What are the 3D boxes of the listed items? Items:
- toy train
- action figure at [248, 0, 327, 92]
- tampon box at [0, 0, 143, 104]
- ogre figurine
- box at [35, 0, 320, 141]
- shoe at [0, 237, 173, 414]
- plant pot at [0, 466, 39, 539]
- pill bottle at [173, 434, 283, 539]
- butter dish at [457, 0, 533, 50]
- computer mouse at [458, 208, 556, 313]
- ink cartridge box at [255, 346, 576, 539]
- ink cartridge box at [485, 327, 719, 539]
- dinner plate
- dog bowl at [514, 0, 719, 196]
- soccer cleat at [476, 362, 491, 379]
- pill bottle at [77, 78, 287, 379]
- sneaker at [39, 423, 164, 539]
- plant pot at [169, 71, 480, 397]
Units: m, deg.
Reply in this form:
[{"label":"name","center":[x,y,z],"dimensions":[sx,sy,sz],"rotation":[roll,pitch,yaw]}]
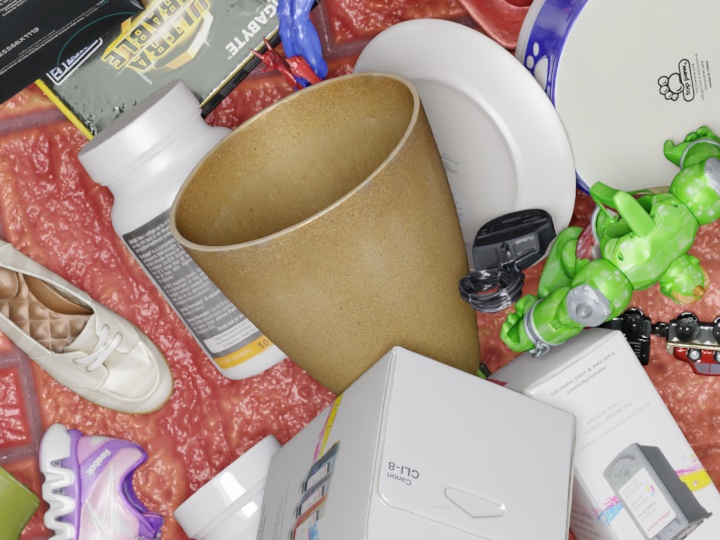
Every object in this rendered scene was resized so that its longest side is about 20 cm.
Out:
[{"label":"toy train","center":[0.258,0.057,1.512],"dimensions":[0.198,0.034,0.046],"rotation":[4,101,7]},{"label":"action figure","center":[-0.042,-0.154,1.491],"dimensions":[0.051,0.065,0.201],"rotation":[-26,111,-19]},{"label":"tampon box","center":[-0.280,-0.248,1.476],"dimensions":[0.149,0.126,0.201],"rotation":[-33,67,7]},{"label":"ogre figurine","center":[0.181,-0.018,1.372],"dimensions":[0.199,0.120,0.099],"rotation":[-25,96,-7]},{"label":"box","center":[-0.155,-0.192,1.540],"dimensions":[0.200,0.049,0.160],"rotation":[-44,85,2]},{"label":"shoe","center":[-0.228,0.043,1.535],"dimensions":[0.199,0.053,0.070],"rotation":[35,91,4]},{"label":"plant pot","center":[-0.340,0.201,1.482],"dimensions":[0.200,0.200,0.193],"rotation":[38,80,4]},{"label":"pill bottle","center":[-0.038,0.225,1.488],"dimensions":[0.116,0.116,0.200],"rotation":[-39,86,2]},{"label":"butter dish","center":[0.124,-0.295,1.474],"dimensions":[0.199,0.148,0.200],"rotation":[-37,86,1]},{"label":"computer mouse","center":[0.099,0.000,1.350],"dimensions":[0.058,0.200,0.034],"rotation":[-14,103,14]},{"label":"ink cartridge box","center":[0.032,0.170,1.357],"dimensions":[0.144,0.200,0.146],"rotation":[21,57,-18]},{"label":"ink cartridge box","center":[0.182,0.143,1.446],"dimensions":[0.085,0.148,0.201],"rotation":[-34,95,-8]},{"label":"dinner plate","center":[0.065,-0.083,1.466],"dimensions":[0.200,0.200,0.024],"rotation":[49,50,4]},{"label":"dog bowl","center":[0.214,-0.140,1.460],"dimensions":[0.198,0.079,0.202],"rotation":[-5,106,-16]},{"label":"soccer cleat","center":[0.052,0.089,1.523],"dimensions":[0.083,0.065,0.201],"rotation":[-23,92,32]},{"label":"pill bottle","center":[-0.108,-0.030,1.477],"dimensions":[0.116,0.116,0.201],"rotation":[-35,103,2]},{"label":"sneaker","center":[-0.188,0.212,1.520],"dimensions":[0.088,0.080,0.202],"rotation":[-4,87,-4]},{"label":"plant pot","center":[0.000,0.000,1.382],"dimensions":[0.186,0.187,0.201],"rotation":[-30,119,2]}]
